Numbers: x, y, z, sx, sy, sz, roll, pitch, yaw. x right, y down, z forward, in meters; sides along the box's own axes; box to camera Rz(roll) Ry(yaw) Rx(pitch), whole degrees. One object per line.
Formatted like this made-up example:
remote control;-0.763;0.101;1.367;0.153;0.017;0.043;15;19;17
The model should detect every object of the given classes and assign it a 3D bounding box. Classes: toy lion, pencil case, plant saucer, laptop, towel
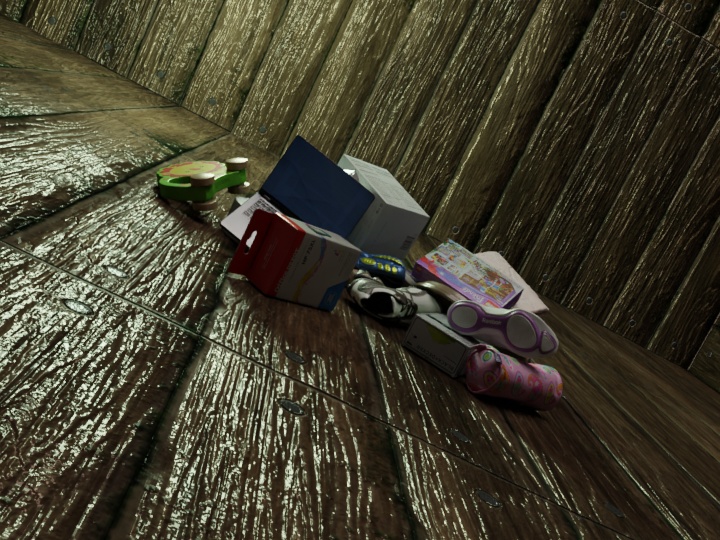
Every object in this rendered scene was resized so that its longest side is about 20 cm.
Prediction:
toy lion;-0.328;-0.180;1.561;0.188;0.070;0.200;6;22;22
pencil case;0.262;0.184;1.347;0.198;0.089;0.087;21;11;-39
plant saucer;0.184;0.086;1.567;0.198;0.030;0.201;35;-16;12
laptop;-0.109;-0.106;1.397;0.186;0.117;0.200;38;42;5
towel;0.278;0.040;1.688;0.188;0.033;0.201;-9;46;-30

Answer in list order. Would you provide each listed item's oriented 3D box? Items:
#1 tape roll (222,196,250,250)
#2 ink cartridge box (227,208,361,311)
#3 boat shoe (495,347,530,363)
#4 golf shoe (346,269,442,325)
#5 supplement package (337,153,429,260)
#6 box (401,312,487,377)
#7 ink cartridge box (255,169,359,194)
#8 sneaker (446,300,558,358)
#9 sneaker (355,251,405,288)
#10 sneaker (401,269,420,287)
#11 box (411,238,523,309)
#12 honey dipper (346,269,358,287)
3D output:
tape roll;-0.167;-0.069;1.535;0.197;0.067;0.200;28;9;-5
ink cartridge box;-0.103;-0.015;1.264;0.198;0.118;0.067;16;14;-48
boat shoe;0.312;0.162;1.669;0.071;0.073;0.200;22;4;-25
golf shoe;0.069;0.071;1.471;0.196;0.079;0.095;16;20;-18
supplement package;0.022;-0.132;1.788;0.149;0.153;0.201;12;30;-44
box;0.163;0.131;1.423;0.115;0.061;0.199;31;10;22
ink cartridge box;-0.110;-0.149;1.683;0.197;0.145;0.086;10;-45;35
sneaker;0.253;0.098;1.375;0.197;0.076;0.099;19;0;25
sneaker;0.000;0.000;1.661;0.196;0.084;0.071;16;40;18
sneaker;0.148;0.038;1.706;0.199;0.085;0.075;38;-27;-7
box;0.221;0.023;1.628;0.199;0.040;0.136;36;41;22
honey dipper;-0.054;0.008;1.537;0.038;0.039;0.198;33;12;34
